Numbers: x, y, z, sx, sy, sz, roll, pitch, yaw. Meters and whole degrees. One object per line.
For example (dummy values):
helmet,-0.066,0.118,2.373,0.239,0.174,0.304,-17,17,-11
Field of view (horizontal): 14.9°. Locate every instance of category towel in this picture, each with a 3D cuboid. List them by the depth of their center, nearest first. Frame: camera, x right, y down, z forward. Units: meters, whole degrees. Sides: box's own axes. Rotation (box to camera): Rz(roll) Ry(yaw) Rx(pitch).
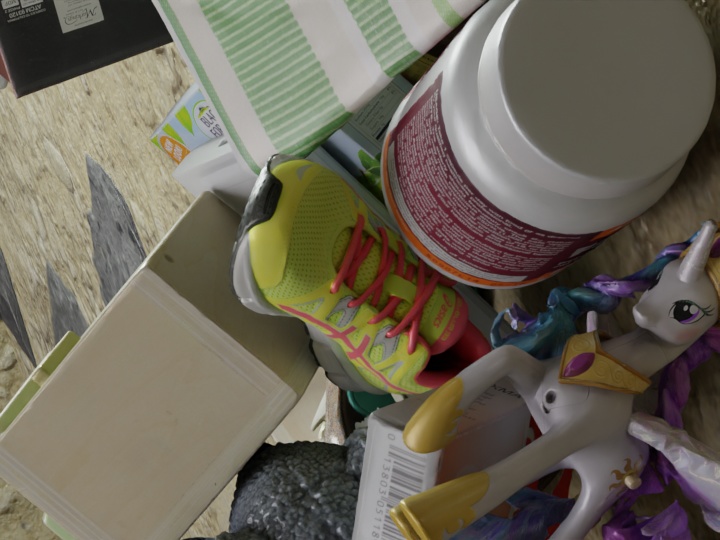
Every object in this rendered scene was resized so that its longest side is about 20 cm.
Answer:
towel,-0.019,-0.151,1.308,0.200,0.023,0.153,-40,70,35

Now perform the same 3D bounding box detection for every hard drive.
hard drive,0.000,0.000,1.455,0.200,0.027,0.132,44,159,-13

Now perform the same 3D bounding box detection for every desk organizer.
desk organizer,-0.133,-0.177,1.658,0.077,0.200,0.072,-143,34,-66

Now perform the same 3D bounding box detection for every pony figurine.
pony figurine,0.113,0.077,1.238,0.167,0.200,0.193,48,171,37

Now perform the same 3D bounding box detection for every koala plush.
koala plush,-0.013,0.153,1.435,0.184,0.177,0.200,54,168,27

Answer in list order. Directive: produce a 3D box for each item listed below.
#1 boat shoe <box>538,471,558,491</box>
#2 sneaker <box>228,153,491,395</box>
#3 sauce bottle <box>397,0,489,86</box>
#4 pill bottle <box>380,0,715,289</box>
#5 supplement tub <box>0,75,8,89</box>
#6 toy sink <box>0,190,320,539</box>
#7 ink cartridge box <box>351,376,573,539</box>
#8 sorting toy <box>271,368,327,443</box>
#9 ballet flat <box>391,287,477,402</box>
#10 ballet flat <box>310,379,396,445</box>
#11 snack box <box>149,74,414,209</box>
boat shoe,0.069,0.101,1.582,0.202,0.074,0.075,106,153,-59
sneaker,0.007,0.006,1.326,0.090,0.078,0.200,14,164,30
sauce bottle,0.045,-0.132,1.365,0.065,0.065,0.200,67,163,6
pill bottle,0.083,-0.064,1.227,0.200,0.114,0.114,137,111,-74
supplement tub,-0.174,-0.203,1.759,0.146,0.200,0.146,59,162,32
toy sink,-0.118,0.075,1.439,0.112,0.200,0.130,39,-157,-3
ink cartridge box,0.068,0.129,1.369,0.050,0.200,0.163,22,113,34
sorting toy,0.016,0.153,1.801,0.200,0.107,0.180,54,167,38
ballet flat,0.037,0.026,1.604,0.067,0.062,0.200,48,154,52
ballet flat,-0.003,0.108,1.681,0.067,0.068,0.200,-36,32,40
snack box,-0.024,-0.066,1.470,0.142,0.053,0.200,41,160,-6
